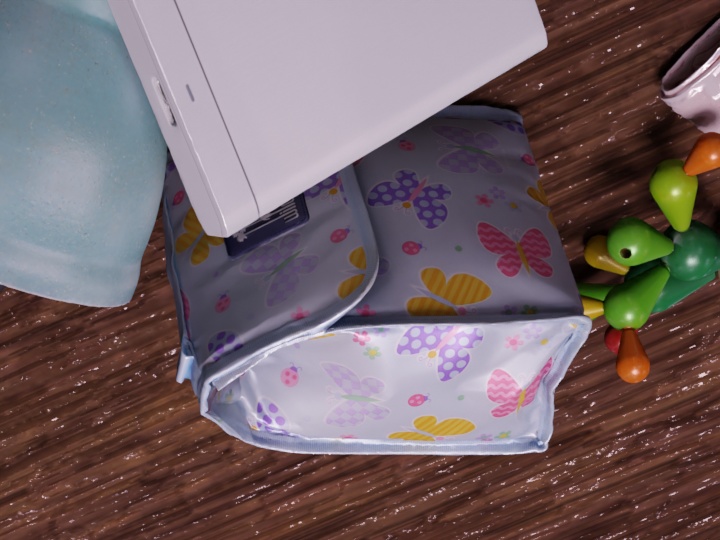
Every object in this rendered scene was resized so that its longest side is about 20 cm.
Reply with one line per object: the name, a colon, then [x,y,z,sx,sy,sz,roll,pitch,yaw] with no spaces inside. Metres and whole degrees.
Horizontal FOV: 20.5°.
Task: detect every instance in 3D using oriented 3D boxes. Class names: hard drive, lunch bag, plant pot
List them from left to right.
plant pot: [-0.169,-0.087,0.915,0.199,0.200,0.135,22,99,-29]
hard drive: [-0.011,-0.120,0.912,0.199,0.027,0.133,-32,111,-27]
lunch bag: [0.000,0.000,1.029,0.198,0.170,0.128,1,134,-12]

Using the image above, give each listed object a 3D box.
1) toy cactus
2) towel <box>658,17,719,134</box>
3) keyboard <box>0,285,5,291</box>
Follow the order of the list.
toy cactus: [0.205,-0.004,1.122,0.164,0.103,0.200,6,144,-42]
towel: [0.292,-0.112,1.088,0.199,0.032,0.191,29,121,-32]
keyboard: [-0.268,-0.019,1.023,0.199,0.040,0.104,17,147,-26]
